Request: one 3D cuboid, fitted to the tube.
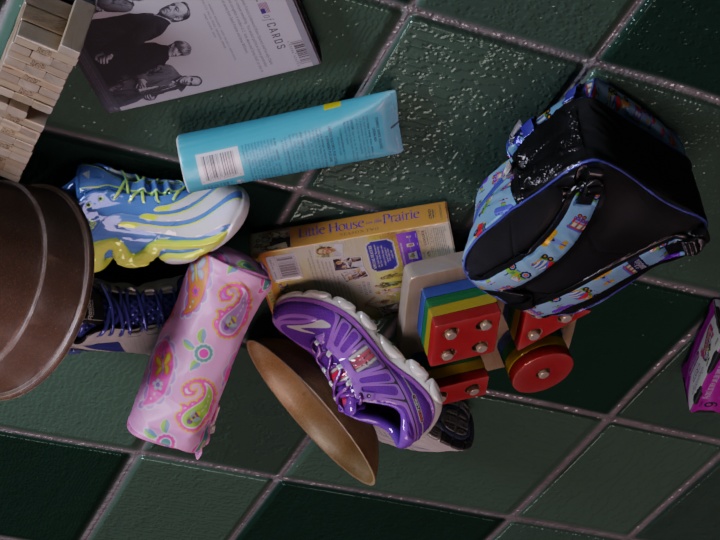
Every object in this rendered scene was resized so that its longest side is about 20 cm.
[{"bbox_3d":[-0.062,-0.114,1.478,0.197,0.051,0.078,-11,147,0],"label":"tube"}]

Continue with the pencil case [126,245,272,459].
[{"bbox_3d":[-0.153,0.076,1.576,0.087,0.087,0.202,18,99,-26],"label":"pencil case"}]

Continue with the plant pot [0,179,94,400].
[{"bbox_3d":[-0.369,-0.007,1.438,0.199,0.202,0.197,-28,149,28],"label":"plant pot"}]

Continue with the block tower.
[{"bbox_3d":[-0.280,-0.154,1.383,0.057,0.055,0.200,21,144,-17],"label":"block tower"}]

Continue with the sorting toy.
[{"bbox_3d":[0.140,0.060,1.677,0.196,0.070,0.201,-12,144,-12],"label":"sorting toy"}]

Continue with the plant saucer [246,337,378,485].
[{"bbox_3d":[-0.041,0.139,1.740,0.035,0.200,0.201,-41,144,-15],"label":"plant saucer"}]

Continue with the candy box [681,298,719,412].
[{"bbox_3d":[0.463,0.096,1.797,0.197,0.062,0.137,0,142,-7],"label":"candy box"}]

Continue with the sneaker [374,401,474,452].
[{"bbox_3d":[0.034,0.163,1.840,0.199,0.075,0.087,29,144,-32],"label":"sneaker"}]

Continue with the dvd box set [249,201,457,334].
[{"bbox_3d":[0.000,0.000,1.652,0.197,0.030,0.147,-10,143,6],"label":"dvd box set"}]

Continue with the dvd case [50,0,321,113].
[{"bbox_3d":[-0.147,-0.206,1.375,0.197,0.025,0.151,-12,142,10],"label":"dvd case"}]

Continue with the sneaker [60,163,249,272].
[{"bbox_3d":[-0.206,-0.055,1.525,0.198,0.076,0.105,-16,141,17],"label":"sneaker"}]

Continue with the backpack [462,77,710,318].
[{"bbox_3d":[0.191,-0.053,1.515,0.181,0.136,0.200,25,134,-33],"label":"backpack"}]

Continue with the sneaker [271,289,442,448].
[{"bbox_3d":[-0.009,0.097,1.635,0.199,0.084,0.081,38,145,2],"label":"sneaker"}]

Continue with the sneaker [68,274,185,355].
[{"bbox_3d":[-0.232,0.046,1.616,0.197,0.082,0.115,-4,174,1],"label":"sneaker"}]
